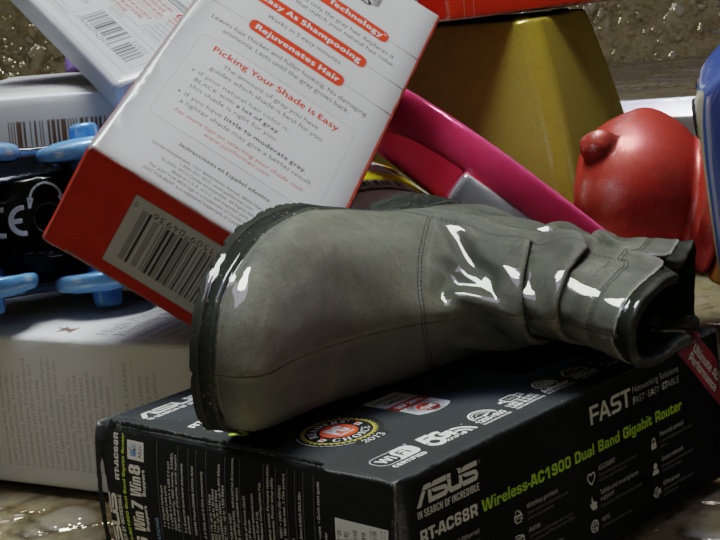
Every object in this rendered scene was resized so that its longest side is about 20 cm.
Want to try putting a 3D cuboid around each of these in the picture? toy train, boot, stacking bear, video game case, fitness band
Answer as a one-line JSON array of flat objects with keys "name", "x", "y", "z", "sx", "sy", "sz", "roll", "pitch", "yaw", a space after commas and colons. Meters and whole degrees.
[{"name": "toy train", "x": -0.132, "y": -0.026, "z": 0.699, "sx": 0.199, "sy": 0.087, "sz": 0.114, "roll": -9, "pitch": 1, "yaw": -21}, {"name": "boot", "x": 0.041, "y": 0.010, "z": 0.517, "sx": 0.130, "sy": 0.068, "sz": 0.200, "roll": 7, "pitch": 17, "yaw": 29}, {"name": "stacking bear", "x": 0.213, "y": -0.039, "z": 0.788, "sx": 0.199, "sy": 0.122, "sz": 0.114, "roll": 8, "pitch": 56, "yaw": 6}, {"name": "video game case", "x": -0.099, "y": -0.168, "z": 0.842, "sx": 0.181, "sy": 0.022, "sz": 0.200, "roll": -24, "pitch": 43, "yaw": -23}, {"name": "fitness band", "x": 0.082, "y": -0.028, "z": 0.768, "sx": 0.200, "sy": 0.037, "sz": 0.144, "roll": 37, "pitch": 3, "yaw": -13}]

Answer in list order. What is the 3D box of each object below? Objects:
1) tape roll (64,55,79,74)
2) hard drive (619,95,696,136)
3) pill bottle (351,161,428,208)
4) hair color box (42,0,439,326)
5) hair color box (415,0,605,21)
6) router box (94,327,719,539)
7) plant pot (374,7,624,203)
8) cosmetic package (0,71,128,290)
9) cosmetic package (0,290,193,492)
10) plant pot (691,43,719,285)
[{"name": "tape roll", "x": -0.100, "y": -0.163, "z": 1.003, "sx": 0.199, "sy": 0.066, "sz": 0.200, "roll": -3, "pitch": -9, "yaw": 0}, {"name": "hard drive", "x": 0.203, "y": -0.074, "z": 1.072, "sx": 0.199, "sy": 0.132, "sz": 0.027, "roll": -2, "pitch": 55, "yaw": 20}, {"name": "pill bottle", "x": 0.000, "y": 0.000, "z": 0.788, "sx": 0.109, "sy": 0.110, "sz": 0.200, "roll": -7, "pitch": 11, "yaw": -6}, {"name": "hair color box", "x": -0.044, "y": -0.066, "z": 0.634, "sx": 0.101, "sy": 0.061, "sz": 0.200, "roll": 32, "pitch": 44, "yaw": -7}, {"name": "hair color box", "x": 0.079, "y": -0.191, "z": 0.928, "sx": 0.199, "sy": 0.064, "sz": 0.111, "roll": -17, "pitch": 15, "yaw": -42}, {"name": "router box", "x": 0.024, "y": 0.066, "z": 0.558, "sx": 0.149, "sy": 0.062, "sz": 0.200, "roll": 3, "pitch": 14, "yaw": 43}, {"name": "plant pot", "x": 0.073, "y": -0.076, "z": 0.965, "sx": 0.199, "sy": 0.177, "sz": 0.200, "roll": -1, "pitch": 12, "yaw": 23}, {"name": "cosmetic package", "x": -0.144, "y": -0.034, "z": 0.883, "sx": 0.166, "sy": 0.167, "sz": 0.200, "roll": -5, "pitch": 12, "yaw": 2}, {"name": "cosmetic package", "x": -0.116, "y": 0.052, "z": 0.680, "sx": 0.199, "sy": 0.074, "sz": 0.102, "roll": 2, "pitch": 12, "yaw": 28}, {"name": "plant pot", "x": 0.235, "y": -0.026, "z": 0.605, "sx": 0.179, "sy": 0.201, "sz": 0.200, "roll": -9, "pitch": 10, "yaw": 15}]
